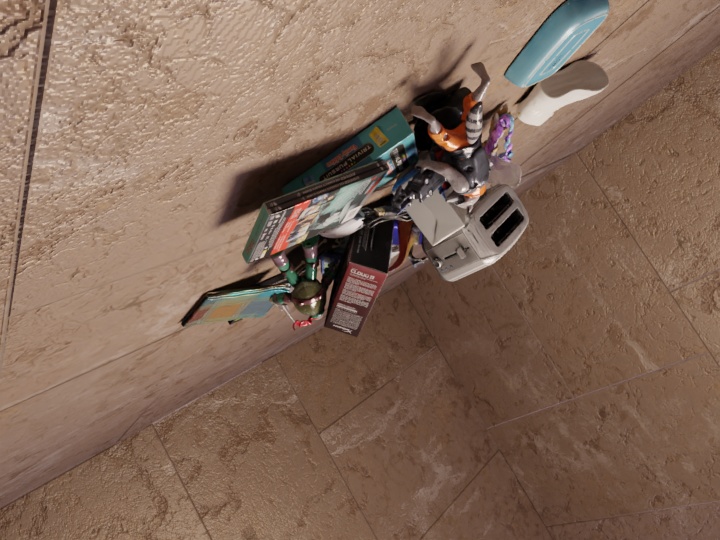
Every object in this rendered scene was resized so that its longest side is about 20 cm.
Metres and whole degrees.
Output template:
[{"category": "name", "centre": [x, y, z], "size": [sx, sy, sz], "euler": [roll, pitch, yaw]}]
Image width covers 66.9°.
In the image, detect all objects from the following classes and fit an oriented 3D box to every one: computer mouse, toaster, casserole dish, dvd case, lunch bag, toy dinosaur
[{"category": "computer mouse", "centre": [-0.010, -0.083, 0.944], "size": [0.197, 0.045, 0.109], "euler": [-4, -168, 42]}, {"category": "toaster", "centre": [0.214, -0.074, 0.986], "size": [0.199, 0.115, 0.129], "euler": [-39, -171, -32]}, {"category": "casserole dish", "centre": [0.308, -0.355, 0.854], "size": [0.120, 0.039, 0.200], "euler": [-29, 173, -23]}, {"category": "dvd case", "centre": [-0.064, -0.081, 0.760], "size": [0.198, 0.022, 0.146], "euler": [-25, 168, -30]}, {"category": "lunch bag", "centre": [-0.016, -0.027, 1.215], "size": [0.157, 0.084, 0.200], "euler": [9, 166, -4]}, {"category": "toy dinosaur", "centre": [0.106, -0.110, 1.062], "size": [0.198, 0.185, 0.104], "euler": [-13, 168, -47]}]

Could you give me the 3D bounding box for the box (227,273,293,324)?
[{"category": "box", "centre": [-0.217, 0.055, 1.309], "size": [0.198, 0.036, 0.143], "euler": [-27, 171, -41]}]

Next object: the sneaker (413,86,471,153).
[{"category": "sneaker", "centre": [0.122, -0.221, 0.860], "size": [0.103, 0.060, 0.200], "euler": [-33, 167, -11]}]

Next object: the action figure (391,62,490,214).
[{"category": "action figure", "centre": [0.128, -0.153, 0.761], "size": [0.200, 0.104, 0.195], "euler": [-47, 141, -18]}]

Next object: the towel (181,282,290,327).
[{"category": "towel", "centre": [-0.259, 0.075, 1.146], "size": [0.197, 0.022, 0.146], "euler": [-7, 155, -43]}]

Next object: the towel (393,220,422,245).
[{"category": "towel", "centre": [0.075, -0.096, 1.226], "size": [0.195, 0.051, 0.148], "euler": [0, 169, -13]}]

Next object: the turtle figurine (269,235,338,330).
[{"category": "turtle figurine", "centre": [-0.102, 0.027, 1.039], "size": [0.148, 0.101, 0.203], "euler": [-25, 133, -13]}]

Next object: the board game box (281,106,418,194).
[{"category": "board game box", "centre": [-0.008, -0.147, 0.827], "size": [0.198, 0.047, 0.151], "euler": [-33, 173, 7]}]

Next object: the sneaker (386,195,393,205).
[{"category": "sneaker", "centre": [0.128, -0.157, 1.217], "size": [0.199, 0.079, 0.075], "euler": [-39, 169, 38]}]

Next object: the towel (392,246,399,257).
[{"category": "towel", "centre": [0.010, -0.042, 1.471], "size": [0.164, 0.087, 0.200], "euler": [-33, 175, 19]}]

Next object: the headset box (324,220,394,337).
[{"category": "headset box", "centre": [0.000, 0.000, 1.028], "size": [0.151, 0.076, 0.202], "euler": [-80, -171, -46]}]

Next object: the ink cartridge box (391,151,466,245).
[{"category": "ink cartridge box", "centre": [0.126, -0.141, 0.933], "size": [0.067, 0.117, 0.201], "euler": [-33, -165, 26]}]

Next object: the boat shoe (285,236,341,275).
[{"category": "boat shoe", "centre": [-0.074, -0.056, 1.084], "size": [0.198, 0.061, 0.074], "euler": [-33, 173, 5]}]

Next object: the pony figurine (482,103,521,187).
[{"category": "pony figurine", "centre": [0.240, -0.211, 1.094], "size": [0.194, 0.164, 0.202], "euler": [-58, 169, -36]}]

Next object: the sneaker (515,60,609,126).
[{"category": "sneaker", "centre": [0.411, -0.364, 1.131], "size": [0.197, 0.075, 0.116], "euler": [-18, 169, -24]}]
